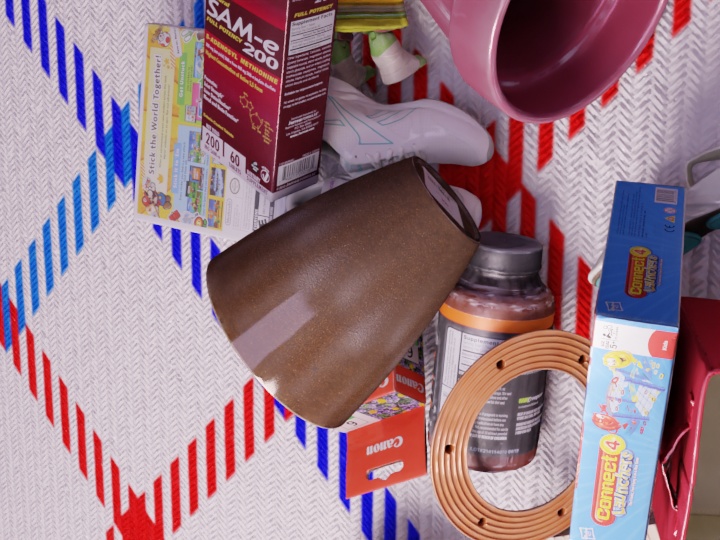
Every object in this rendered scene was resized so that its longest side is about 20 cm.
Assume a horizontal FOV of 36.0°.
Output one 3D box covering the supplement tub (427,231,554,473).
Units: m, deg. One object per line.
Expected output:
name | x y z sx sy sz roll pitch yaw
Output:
supplement tub | 0.119 0.071 1.002 0.106 0.106 0.204 14 107 31

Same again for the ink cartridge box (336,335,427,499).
ink cartridge box | 0.007 0.104 1.061 0.108 0.050 0.203 -25 54 36

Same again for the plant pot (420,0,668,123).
plant pot | 0.125 -0.249 0.891 0.179 0.198 0.202 46 122 35

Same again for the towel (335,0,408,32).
towel | -0.006 -0.305 0.933 0.018 0.085 0.204 4 102 58

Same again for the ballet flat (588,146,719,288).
ballet flat | 0.269 -0.053 0.908 0.199 0.069 0.070 -32 82 31

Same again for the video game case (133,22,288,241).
video game case | -0.143 -0.136 1.109 0.179 0.023 0.204 12 104 22

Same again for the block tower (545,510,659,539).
block tower | 0.227 0.251 0.999 0.198 0.054 0.059 -20 89 35

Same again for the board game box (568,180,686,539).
board game box | 0.201 0.066 0.830 0.055 0.201 0.199 8 121 13

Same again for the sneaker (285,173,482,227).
sneaker | 0.017 -0.050 1.044 0.197 0.099 0.076 0 75 33

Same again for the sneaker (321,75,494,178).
sneaker | 0.024 -0.117 1.019 0.197 0.071 0.081 13 64 17

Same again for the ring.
ring | 0.147 0.146 0.966 0.019 0.197 0.204 -147 57 -63

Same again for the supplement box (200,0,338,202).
supplement box | -0.081 -0.175 0.948 0.108 0.060 0.202 36 134 33

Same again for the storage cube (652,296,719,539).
storage cube | 0.312 0.130 0.808 0.196 0.180 0.174 6 105 8

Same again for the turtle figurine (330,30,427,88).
turtle figurine | -0.006 -0.279 1.031 0.142 0.201 0.196 -19 113 9

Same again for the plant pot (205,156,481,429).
plant pot | 0.000 0.000 0.958 0.199 0.186 0.188 -40 78 16
